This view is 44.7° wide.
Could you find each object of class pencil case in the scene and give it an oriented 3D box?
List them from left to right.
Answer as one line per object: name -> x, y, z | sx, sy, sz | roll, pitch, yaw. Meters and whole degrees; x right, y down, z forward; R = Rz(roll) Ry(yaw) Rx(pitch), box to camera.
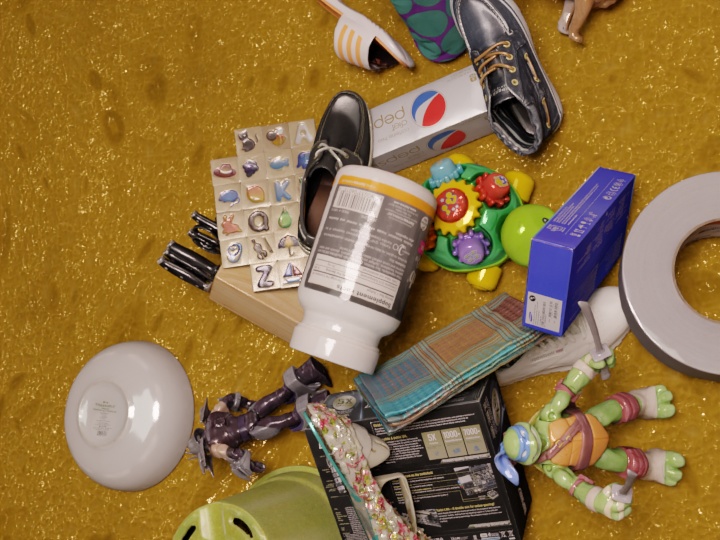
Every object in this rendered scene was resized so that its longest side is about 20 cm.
pencil case -> 0.067, -0.323, 1.013 | 0.092, 0.200, 0.086 | -7, 70, 26

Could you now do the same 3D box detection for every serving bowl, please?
serving bowl -> -0.321, 0.191, 1.162 | 0.198, 0.066, 0.202 | -5, 78, 24

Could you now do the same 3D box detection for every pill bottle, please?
pill bottle -> 0.000, 0.000, 0.926 | 0.115, 0.116, 0.202 | 16, 84, 26

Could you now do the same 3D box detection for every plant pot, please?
plant pot -> -0.110, 0.321, 0.972 | 0.199, 0.184, 0.203 | -5, 78, 24

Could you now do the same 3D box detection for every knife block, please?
knife block -> -0.145, 0.019, 1.064 | 0.174, 0.064, 0.202 | -13, 69, -22

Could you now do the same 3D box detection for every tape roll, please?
tape roll -> 0.359, 0.007, 0.867 | 0.198, 0.066, 0.202 | -3, 77, 11

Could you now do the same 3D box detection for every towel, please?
towel -> 0.092, 0.087, 0.901 | 0.199, 0.147, 0.022 | -30, 105, -7

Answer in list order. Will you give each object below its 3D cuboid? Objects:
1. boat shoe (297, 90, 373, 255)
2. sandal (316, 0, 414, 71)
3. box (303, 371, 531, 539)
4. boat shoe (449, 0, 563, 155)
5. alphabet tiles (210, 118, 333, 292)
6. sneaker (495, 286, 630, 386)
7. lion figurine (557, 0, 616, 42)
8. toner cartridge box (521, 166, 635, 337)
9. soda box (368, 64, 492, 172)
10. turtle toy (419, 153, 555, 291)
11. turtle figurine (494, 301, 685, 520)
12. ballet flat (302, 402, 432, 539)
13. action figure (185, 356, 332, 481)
boat shoe -> -0.029, -0.117, 1.008 | 0.071, 0.068, 0.202 | 12, 78, 8
sandal -> -0.011, -0.297, 1.120 | 0.059, 0.079, 0.207 | -51, 56, 8
box -> 0.063, 0.207, 0.933 | 0.198, 0.086, 0.165 | -14, 104, 22
boat shoe -> 0.155, -0.226, 0.964 | 0.071, 0.091, 0.201 | -27, 103, 37
alphabet tiles -> -0.091, -0.079, 1.040 | 0.165, 0.006, 0.202 | -8, 79, 1
sneaker -> 0.200, 0.073, 0.940 | 0.199, 0.080, 0.077 | -28, 68, 16
lion figurine -> 0.218, -0.337, 0.988 | 0.198, 0.073, 0.123 | 13, 115, -11
toner cartridge box -> 0.221, -0.024, 0.874 | 0.043, 0.200, 0.096 | 18, 123, 26
soda box -> 0.066, -0.172, 1.057 | 0.199, 0.068, 0.064 | -21, 72, 20
turtle toy -> 0.136, -0.056, 0.983 | 0.199, 0.101, 0.147 | 20, 88, 27
turtle figurine -> 0.245, 0.152, 0.825 | 0.201, 0.193, 0.144 | -59, 43, 32
ballet flat -> 0.010, 0.208, 0.877 | 0.064, 0.076, 0.201 | -27, 103, -6
action figure -> -0.125, 0.185, 1.056 | 0.199, 0.070, 0.131 | -24, 47, 7
